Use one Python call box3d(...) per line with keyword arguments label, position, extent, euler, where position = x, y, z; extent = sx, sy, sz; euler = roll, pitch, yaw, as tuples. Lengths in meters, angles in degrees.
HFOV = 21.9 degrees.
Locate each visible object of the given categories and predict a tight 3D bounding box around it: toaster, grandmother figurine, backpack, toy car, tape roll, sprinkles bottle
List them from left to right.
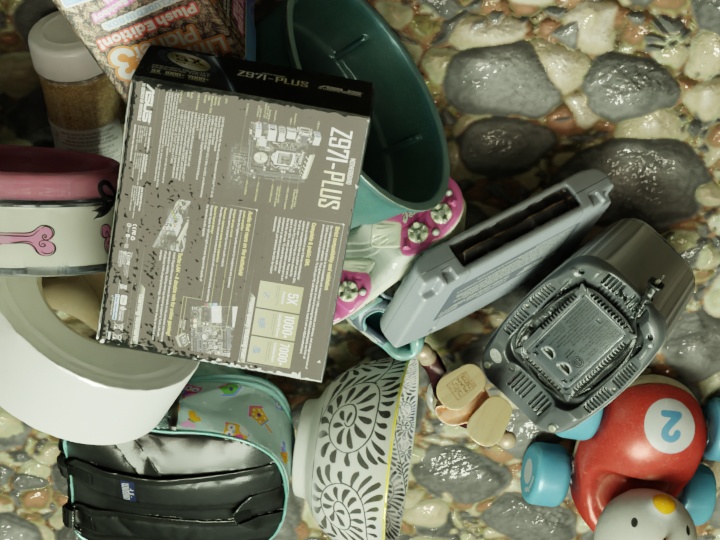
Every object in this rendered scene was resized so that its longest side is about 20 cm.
box3d(label="tape roll", position=(-0.233, 0.046, 1.534), extent=(0.202, 0.202, 0.071), euler=(23, 125, -22))
box3d(label="sprinkles bottle", position=(-0.215, -0.110, 1.490), extent=(0.068, 0.068, 0.200), euler=(-6, 130, 0))
box3d(label="backpack", position=(-0.155, 0.161, 1.665), extent=(0.200, 0.153, 0.176), euler=(8, 131, 6))
box3d(label="grandmother figurine", position=(0.087, 0.113, 1.648), extent=(0.061, 0.200, 0.121), euler=(-31, 87, -4))
box3d(label="toaster", position=(0.203, 0.038, 1.590), extent=(0.114, 0.129, 0.200), euler=(43, 126, 4))
box3d(label="toy car", position=(0.266, 0.217, 1.719), extent=(0.184, 0.200, 0.177), euler=(9, 128, -13))

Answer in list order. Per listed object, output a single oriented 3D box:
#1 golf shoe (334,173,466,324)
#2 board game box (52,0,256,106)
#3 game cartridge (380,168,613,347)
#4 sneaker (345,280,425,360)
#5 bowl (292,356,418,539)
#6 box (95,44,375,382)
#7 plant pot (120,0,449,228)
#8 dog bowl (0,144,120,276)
box3d(label="golf shoe", position=(0.005, -0.003, 1.521), extent=(0.200, 0.075, 0.092), euler=(-31, 162, 8))
box3d(label="board game box", position=(-0.162, -0.236, 1.331), extent=(0.097, 0.159, 0.200), euler=(-22, 128, 14))
box3d(label="game cartridge", position=(0.110, -0.008, 1.544), extent=(0.200, 0.042, 0.133), euler=(-27, 168, -25))
box3d(label="sneaker", position=(0.000, 0.000, 1.589), extent=(0.078, 0.086, 0.200), euler=(-32, 125, 20))
box3d(label="bowl", position=(-0.008, 0.165, 1.669), extent=(0.094, 0.201, 0.201), euler=(7, 130, 8))
box3d(label="box", position=(-0.087, -0.040, 1.295), extent=(0.164, 0.086, 0.200), euler=(9, 111, -1))
box3d(label="plant pot", position=(-0.068, -0.095, 1.447), extent=(0.196, 0.200, 0.200), euler=(-27, 127, 26))
box3d(label="dog bowl", position=(-0.263, -0.049, 1.396), extent=(0.200, 0.200, 0.074), euler=(3, 101, -7))
